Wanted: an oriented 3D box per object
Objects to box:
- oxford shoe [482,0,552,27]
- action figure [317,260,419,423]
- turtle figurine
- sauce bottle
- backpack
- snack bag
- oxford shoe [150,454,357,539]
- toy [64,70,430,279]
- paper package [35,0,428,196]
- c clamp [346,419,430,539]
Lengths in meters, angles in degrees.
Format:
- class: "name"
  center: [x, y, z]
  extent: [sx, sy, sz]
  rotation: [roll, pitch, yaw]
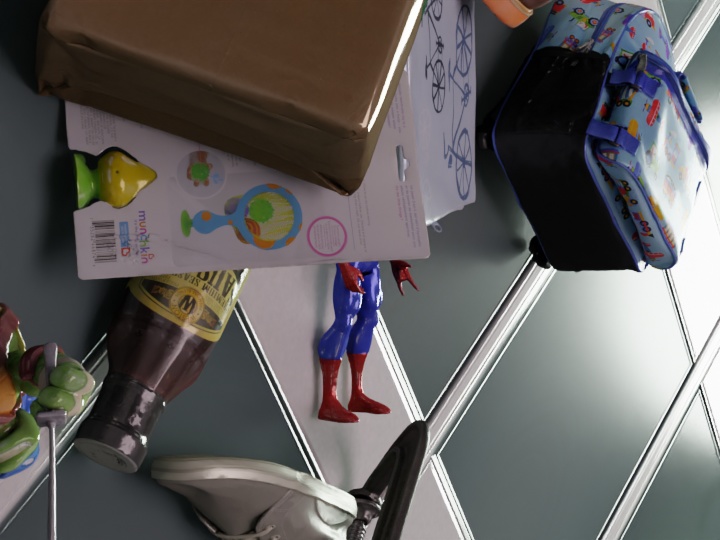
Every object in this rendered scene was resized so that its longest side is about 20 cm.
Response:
- class: "oxford shoe"
  center: [0.077, -0.261, 1.282]
  extent: [0.200, 0.073, 0.071]
  rotation: [46, 24, -30]
- class: "action figure"
  center: [0.000, 0.000, 1.262]
  extent: [0.065, 0.052, 0.201]
  rotation: [-8, 98, -51]
- class: "turtle figurine"
  center: [-0.209, 0.050, 0.879]
  extent: [0.200, 0.144, 0.194]
  rotation: [-52, 130, -44]
- class: "sauce bottle"
  center: [-0.107, 0.022, 1.090]
  extent: [0.066, 0.066, 0.200]
  rotation: [49, 54, -46]
- class: "backpack"
  center: [0.197, -0.118, 1.457]
  extent: [0.183, 0.134, 0.200]
  rotation: [59, 45, -42]
- class: "snack bag"
  center: [0.049, -0.122, 1.293]
  extent: [0.200, 0.021, 0.189]
  rotation: [-32, 123, -70]
- class: "oxford shoe"
  center: [-0.062, 0.152, 1.165]
  extent: [0.200, 0.075, 0.058]
  rotation: [34, 64, -57]
- class: "toy"
  center: [-0.067, -0.052, 1.068]
  extent: [0.199, 0.047, 0.116]
  rotation: [-3, 76, -15]
- class: "paper package"
  center: [-0.056, -0.169, 1.024]
  extent: [0.103, 0.190, 0.201]
  rotation: [117, -8, -71]
- class: "c clamp"
  center: [-0.008, 0.197, 1.235]
  extent: [0.171, 0.027, 0.200]
  rotation: [-56, -170, 54]
